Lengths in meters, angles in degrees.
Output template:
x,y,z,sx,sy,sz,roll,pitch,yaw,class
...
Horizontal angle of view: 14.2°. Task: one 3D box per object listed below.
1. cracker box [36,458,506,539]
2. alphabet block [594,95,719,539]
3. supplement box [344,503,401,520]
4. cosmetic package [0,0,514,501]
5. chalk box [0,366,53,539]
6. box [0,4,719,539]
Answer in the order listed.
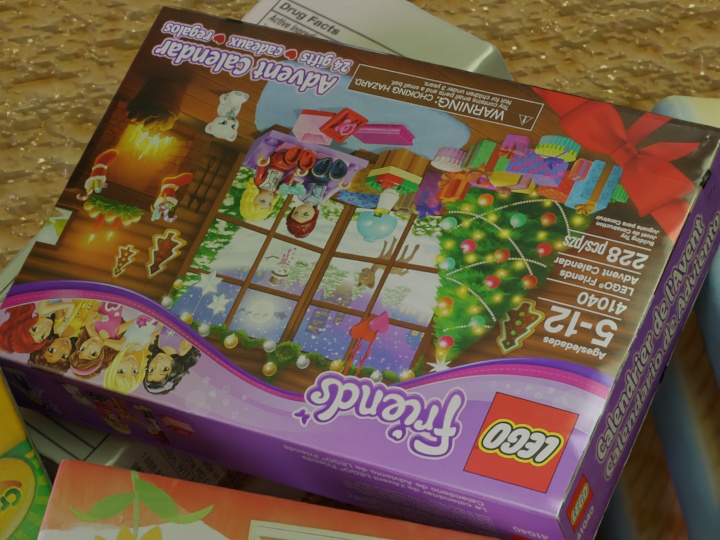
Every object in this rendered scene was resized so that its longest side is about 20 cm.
x,y,z,sx,sy,sz,roll,pitch,yaw,class
-0.037,0.150,0.768,0.134,0.058,0.200,11,43,1,cracker box
0.188,0.071,0.956,0.200,0.197,0.196,0,50,-13,alphabet block
0.029,0.061,1.016,0.069,0.067,0.200,5,48,-9,supplement box
-0.037,0.003,0.977,0.200,0.087,0.103,-47,48,-14,cosmetic package
-0.181,0.055,0.890,0.124,0.200,0.124,-29,21,-24,chalk box
0.000,0.000,0.884,0.200,0.039,0.137,14,64,25,box
